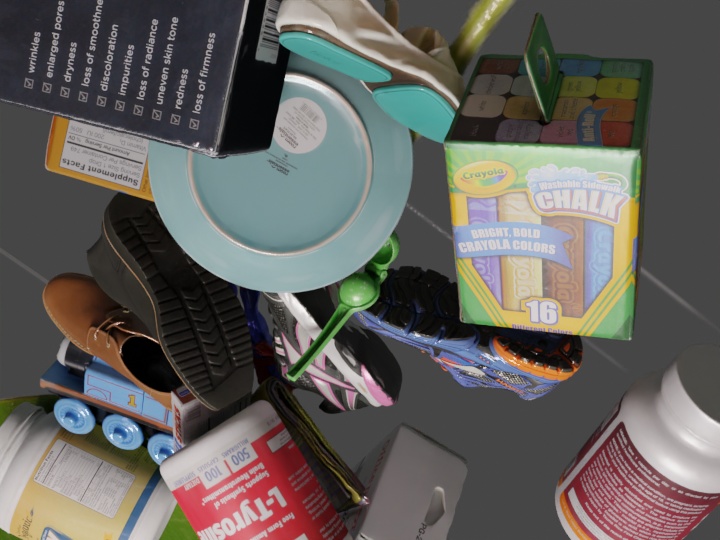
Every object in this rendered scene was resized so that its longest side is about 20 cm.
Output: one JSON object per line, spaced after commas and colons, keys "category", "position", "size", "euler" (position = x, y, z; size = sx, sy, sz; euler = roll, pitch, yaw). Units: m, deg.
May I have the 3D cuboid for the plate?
{"category": "plate", "position": [-0.059, -0.079, 0.739], "size": [0.200, 0.026, 0.201], "euler": [0, 101, -2]}

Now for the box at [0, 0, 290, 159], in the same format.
{"category": "box", "position": [-0.144, -0.192, 0.634], "size": [0.196, 0.124, 0.200], "euler": [15, 101, 8]}

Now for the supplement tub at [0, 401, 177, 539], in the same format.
{"category": "supplement tub", "position": [-0.310, 0.243, 1.103], "size": [0.200, 0.145, 0.145], "euler": [26, 133, 0]}

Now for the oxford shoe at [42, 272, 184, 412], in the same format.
{"category": "oxford shoe", "position": [-0.226, 0.058, 0.937], "size": [0.200, 0.071, 0.071], "euler": [33, 169, 16]}

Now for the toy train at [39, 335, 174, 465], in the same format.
{"category": "toy train", "position": [-0.226, 0.122, 1.014], "size": [0.200, 0.087, 0.114], "euler": [19, 124, 7]}

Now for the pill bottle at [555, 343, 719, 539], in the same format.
{"category": "pill bottle", "position": [0.252, 0.156, 0.828], "size": [0.113, 0.113, 0.200], "euler": [24, 133, 1]}

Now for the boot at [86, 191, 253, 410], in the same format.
{"category": "boot", "position": [-0.173, 0.037, 0.886], "size": [0.138, 0.077, 0.200], "euler": [-34, 80, 58]}

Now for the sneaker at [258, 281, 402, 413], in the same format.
{"category": "sneaker", "position": [-0.049, 0.062, 0.881], "size": [0.086, 0.080, 0.200], "euler": [-26, 115, 22]}

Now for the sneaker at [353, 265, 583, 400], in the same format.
{"category": "sneaker", "position": [0.083, 0.063, 0.846], "size": [0.200, 0.075, 0.079], "euler": [22, 136, 5]}

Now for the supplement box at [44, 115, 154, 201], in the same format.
{"category": "supplement box", "position": [-0.146, -0.086, 0.800], "size": [0.200, 0.067, 0.069], "euler": [19, 99, 8]}

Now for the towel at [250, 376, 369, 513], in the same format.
{"category": "towel", "position": [-0.068, 0.182, 0.962], "size": [0.144, 0.023, 0.200], "euler": [51, 152, 4]}

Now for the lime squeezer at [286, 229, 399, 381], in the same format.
{"category": "lime squeezer", "position": [0.000, 0.000, 0.810], "size": [0.038, 0.071, 0.200], "euler": [24, 96, 17]}

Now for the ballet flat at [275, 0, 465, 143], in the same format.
{"category": "ballet flat", "position": [0.024, -0.148, 0.676], "size": [0.069, 0.070, 0.200], "euler": [-20, 153, 33]}

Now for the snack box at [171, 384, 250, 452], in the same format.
{"category": "snack box", "position": [-0.143, 0.162, 0.955], "size": [0.024, 0.072, 0.200], "euler": [49, 149, 28]}

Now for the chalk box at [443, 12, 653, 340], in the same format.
{"category": "chalk box", "position": [0.132, -0.070, 0.678], "size": [0.124, 0.125, 0.200], "euler": [6, 131, 17]}

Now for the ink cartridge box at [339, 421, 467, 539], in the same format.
{"category": "ink cartridge box", "position": [0.008, 0.264, 0.994], "size": [0.083, 0.145, 0.200], "euler": [33, 133, -6]}

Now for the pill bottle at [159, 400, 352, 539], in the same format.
{"category": "pill bottle", "position": [-0.077, 0.223, 0.860], "size": [0.112, 0.112, 0.200], "euler": [-35, 86, 39]}

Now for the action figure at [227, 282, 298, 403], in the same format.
{"category": "action figure", "position": [-0.101, 0.064, 0.933], "size": [0.065, 0.052, 0.200], "euler": [3, 133, 36]}
